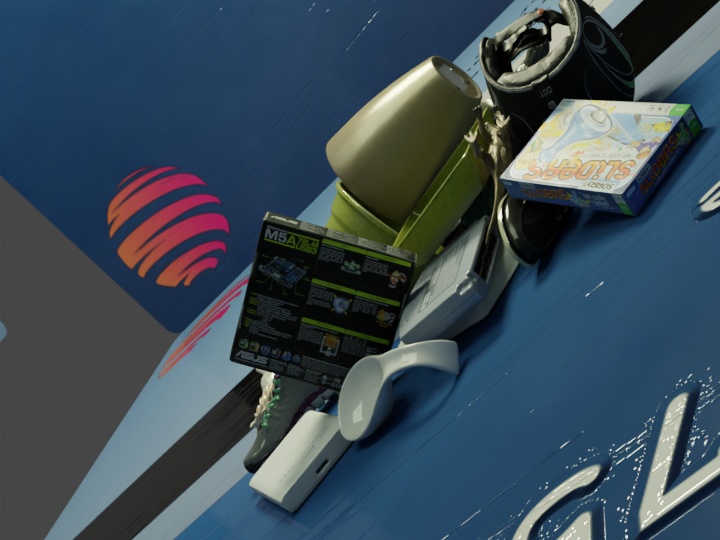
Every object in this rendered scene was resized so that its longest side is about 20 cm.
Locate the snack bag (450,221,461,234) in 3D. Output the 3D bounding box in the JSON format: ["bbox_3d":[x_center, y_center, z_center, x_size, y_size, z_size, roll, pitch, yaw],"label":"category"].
[{"bbox_3d":[0.092,-0.037,1.985,0.189,0.021,0.200,-49,10,-14],"label":"snack bag"}]

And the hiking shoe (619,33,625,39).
[{"bbox_3d":[0.320,-0.287,1.884,0.199,0.075,0.087,-27,12,37],"label":"hiking shoe"}]

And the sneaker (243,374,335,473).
[{"bbox_3d":[-0.111,0.186,1.725,0.200,0.087,0.074,-49,10,-12],"label":"sneaker"}]

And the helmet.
[{"bbox_3d":[0.258,-0.239,1.572,0.198,0.190,0.202,-21,50,27],"label":"helmet"}]

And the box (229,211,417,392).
[{"bbox_3d":[-0.048,0.046,1.538,0.048,0.198,0.195,-79,4,-75],"label":"box"}]

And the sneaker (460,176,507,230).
[{"bbox_3d":[0.203,-0.090,1.652,0.087,0.075,0.200,-15,-11,-21],"label":"sneaker"}]

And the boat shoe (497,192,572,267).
[{"bbox_3d":[0.213,-0.080,1.462,0.063,0.074,0.202,-36,16,36],"label":"boat shoe"}]

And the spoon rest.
[{"bbox_3d":[0.029,0.130,1.424,0.200,0.060,0.100,-36,44,42],"label":"spoon rest"}]

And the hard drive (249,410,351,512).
[{"bbox_3d":[-0.075,0.241,1.580,0.132,0.027,0.200,-50,11,-13],"label":"hard drive"}]

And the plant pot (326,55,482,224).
[{"bbox_3d":[0.080,-0.201,1.773,0.200,0.187,0.188,-51,6,27],"label":"plant pot"}]

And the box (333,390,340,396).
[{"bbox_3d":[-0.054,0.078,1.616,0.082,0.200,0.068,-45,10,8],"label":"box"}]

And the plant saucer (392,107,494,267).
[{"bbox_3d":[0.117,-0.098,1.622,0.200,0.048,0.200,-54,3,28],"label":"plant saucer"}]

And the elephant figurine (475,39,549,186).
[{"bbox_3d":[0.216,-0.216,1.792,0.141,0.156,0.200,-27,-11,-31],"label":"elephant figurine"}]

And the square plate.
[{"bbox_3d":[0.133,0.019,1.560,0.198,0.028,0.201,-36,15,51],"label":"square plate"}]

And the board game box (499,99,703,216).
[{"bbox_3d":[0.263,-0.130,1.368,0.136,0.035,0.199,-51,31,-17],"label":"board game box"}]

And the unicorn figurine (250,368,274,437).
[{"bbox_3d":[-0.109,0.165,1.876,0.199,0.074,0.138,-39,22,11],"label":"unicorn figurine"}]

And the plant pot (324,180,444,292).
[{"bbox_3d":[0.000,0.000,1.807,0.185,0.199,0.201,-56,8,11],"label":"plant pot"}]

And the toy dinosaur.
[{"bbox_3d":[0.168,-0.135,1.495,0.058,0.102,0.201,-12,43,19],"label":"toy dinosaur"}]

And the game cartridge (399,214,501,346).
[{"bbox_3d":[0.108,0.018,1.490,0.133,0.040,0.200,-38,13,28],"label":"game cartridge"}]
